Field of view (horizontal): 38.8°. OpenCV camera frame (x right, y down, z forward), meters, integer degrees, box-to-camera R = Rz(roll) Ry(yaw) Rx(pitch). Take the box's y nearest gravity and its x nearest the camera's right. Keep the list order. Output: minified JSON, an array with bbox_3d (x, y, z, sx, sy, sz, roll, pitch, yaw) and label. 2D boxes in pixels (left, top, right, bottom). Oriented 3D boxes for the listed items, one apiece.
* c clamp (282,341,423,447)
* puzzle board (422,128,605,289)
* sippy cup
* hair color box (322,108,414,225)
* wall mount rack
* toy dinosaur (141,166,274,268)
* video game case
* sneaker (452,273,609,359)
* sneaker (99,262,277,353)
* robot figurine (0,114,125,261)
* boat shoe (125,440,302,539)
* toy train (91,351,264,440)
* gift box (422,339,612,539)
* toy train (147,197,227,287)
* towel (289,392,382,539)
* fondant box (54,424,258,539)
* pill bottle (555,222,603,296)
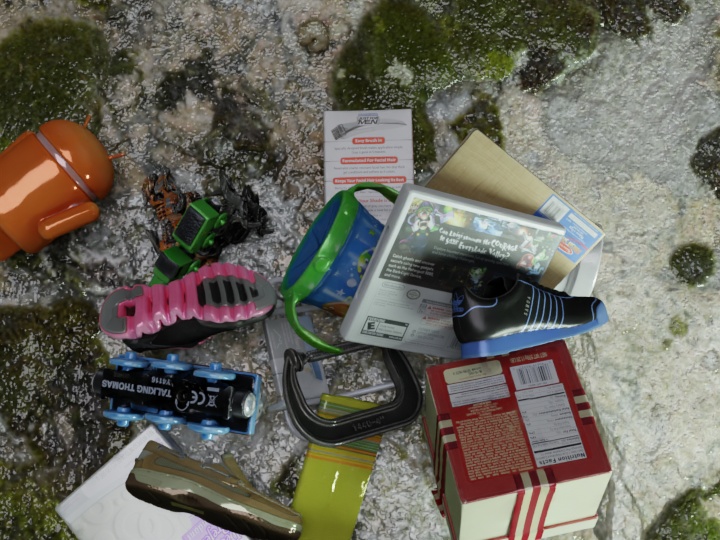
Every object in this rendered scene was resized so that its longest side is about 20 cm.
[{"bbox_3d":[-0.011,0.110,1.157,0.200,0.027,0.171,-17,72,-36],"label":"c clamp"},{"bbox_3d":[0.147,-0.041,1.113,0.200,0.017,0.151,34,107,-22],"label":"puzzle board"},{"bbox_3d":[0.000,0.000,1.140,0.130,0.140,0.178,30,108,-13],"label":"sippy cup"},{"bbox_3d":[0.011,-0.092,1.247,0.111,0.064,0.201,-1,80,1],"label":"hair color box"},{"bbox_3d":[-0.038,0.093,1.206,0.173,0.075,0.200,-6,76,-34],"label":"wall mount rack"},{"bbox_3d":[-0.183,-0.045,1.239,0.136,0.102,0.200,-36,98,8],"label":"toy dinosaur"},{"bbox_3d":[0.099,0.010,1.090,0.200,0.023,0.182,12,115,-26],"label":"video game case"},{"bbox_3d":[0.182,0.038,1.083,0.200,0.070,0.078,-10,88,-34],"label":"sneaker"},{"bbox_3d":[-0.187,0.052,1.157,0.200,0.095,0.079,-8,54,7],"label":"sneaker"},{"bbox_3d":[-0.379,-0.099,1.224,0.200,0.144,0.117,-41,113,-8],"label":"robot figurine"},{"bbox_3d":[-0.152,0.235,1.122,0.200,0.072,0.076,20,58,-1],"label":"boat shoe"},{"bbox_3d":[-0.199,0.138,1.152,0.200,0.114,0.087,5,86,19],"label":"toy train"},{"bbox_3d":[0.168,0.187,1.127,0.184,0.187,0.200,-7,56,-1],"label":"gift box"},{"bbox_3d":[-0.217,-0.001,1.185,0.042,0.056,0.200,39,116,10],"label":"toy train"},{"bbox_3d":[-0.034,0.241,1.160,0.086,0.018,0.200,17,90,-25],"label":"towel"},{"bbox_3d":[-0.224,0.297,1.165,0.144,0.058,0.200,-41,82,-9],"label":"fondant box"},{"bbox_3d":[0.175,-0.030,1.206,0.200,0.116,0.116,12,78,3],"label":"pill bottle"}]
